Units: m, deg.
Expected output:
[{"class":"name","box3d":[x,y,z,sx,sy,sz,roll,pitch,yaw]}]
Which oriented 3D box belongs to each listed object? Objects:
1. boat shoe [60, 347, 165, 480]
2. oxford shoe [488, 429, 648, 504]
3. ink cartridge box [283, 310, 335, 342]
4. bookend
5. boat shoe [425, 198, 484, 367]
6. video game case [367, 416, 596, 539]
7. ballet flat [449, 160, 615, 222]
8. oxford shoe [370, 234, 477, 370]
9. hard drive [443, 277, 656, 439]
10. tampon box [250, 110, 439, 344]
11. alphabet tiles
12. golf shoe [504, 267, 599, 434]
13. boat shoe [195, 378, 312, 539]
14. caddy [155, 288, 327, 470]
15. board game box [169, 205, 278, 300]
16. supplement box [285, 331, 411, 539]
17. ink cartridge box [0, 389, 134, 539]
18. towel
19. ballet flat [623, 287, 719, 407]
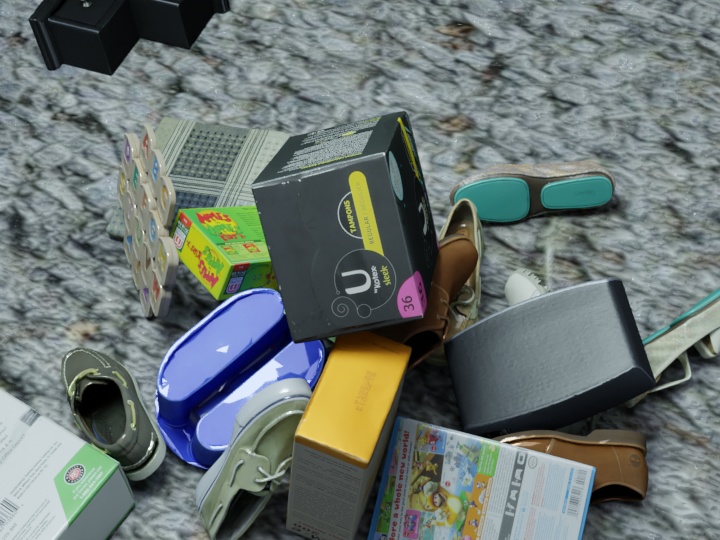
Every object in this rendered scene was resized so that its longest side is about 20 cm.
[{"class":"boat shoe","box3d":[-0.269,0.136,1.190,0.072,0.061,0.202,-41,46,-6]},{"class":"oxford shoe","box3d":[0.184,0.199,1.110,0.196,0.072,0.072,-3,60,4]},{"class":"ink cartridge box","box3d":[0.000,0.000,1.228,0.144,0.048,0.201,30,35,-16]},{"class":"bookend","box3d":[-0.317,-0.358,1.580,0.196,0.093,0.202,16,56,17]},{"class":"boat shoe","box3d":[0.099,0.012,1.266,0.072,0.063,0.203,4,53,8]},{"class":"video game case","box3d":[0.112,0.233,1.080,0.197,0.018,0.146,12,84,15]},{"class":"ballet flat","box3d":[0.201,-0.099,1.352,0.196,0.069,0.068,-1,32,-2]},{"class":"oxford shoe","box3d":[0.069,0.044,1.160,0.071,0.072,0.200,18,56,39]},{"class":"hard drive","box3d":[0.180,0.089,1.134,0.197,0.042,0.137,-22,57,17]},{"class":"tampon box","box3d":[-0.007,-0.047,1.059,0.124,0.152,0.200,-12,17,11]},{"class":"alphabet tiles","box3d":[-0.241,-0.053,1.270,0.014,0.197,0.202,-5,51,-26]},{"class":"golf shoe","box3d":[0.175,0.086,1.197,0.096,0.079,0.202,-18,51,-1]},{"class":"boat shoe","box3d":[-0.095,0.185,1.085,0.071,0.201,0.063,6,41,-34]},{"class":"caddy","box3d":[-0.123,0.114,1.185,0.199,0.105,0.142,-39,77,-16]},{"class":"board game box","box3d":[-0.103,-0.025,1.261,0.198,0.048,0.101,-7,41,-47]},{"class":"supplement box","box3d":[-0.014,0.161,1.070,0.072,0.201,0.127,18,54,7]},{"class":"ink cartridge box","box3d":[-0.349,0.220,1.135,0.198,0.085,0.146,26,59,23]},{"class":"towel","box3d":[-0.195,-0.103,1.413,0.189,0.035,0.202,9,56,16]},{"class":"ballet flat","box3d":[0.342,0.079,1.202,0.198,0.067,0.063,-30,82,-12]}]
